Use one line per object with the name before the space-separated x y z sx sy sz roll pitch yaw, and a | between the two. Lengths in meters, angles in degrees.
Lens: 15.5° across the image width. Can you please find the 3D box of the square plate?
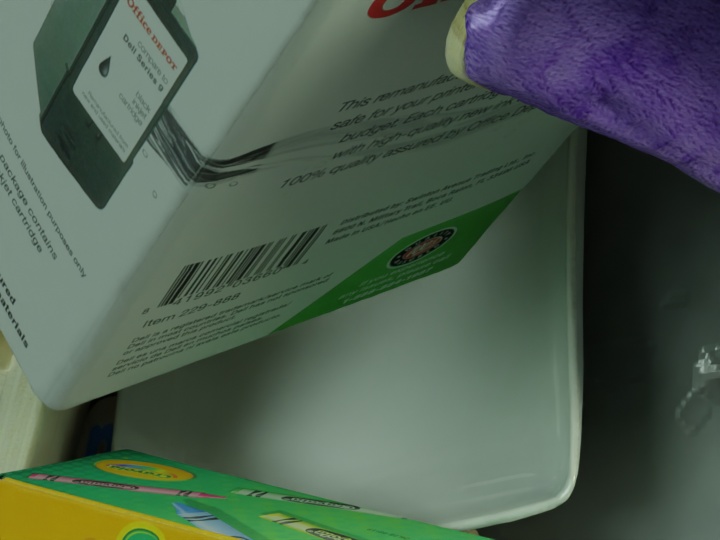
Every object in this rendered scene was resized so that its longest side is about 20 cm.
square plate | 0.000 0.000 0.807 0.198 0.028 0.201 -20 55 41

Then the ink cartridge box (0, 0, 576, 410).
ink cartridge box | -0.005 -0.064 0.647 0.084 0.145 0.200 60 143 16

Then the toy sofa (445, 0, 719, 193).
toy sofa | 0.120 -0.045 0.567 0.083 0.199 0.098 27 91 50

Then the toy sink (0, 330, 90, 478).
toy sink | -0.145 0.032 0.829 0.130 0.111 0.201 -73 1 -67

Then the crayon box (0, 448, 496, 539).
crayon box | -0.015 0.126 0.720 0.199 0.058 0.120 9 100 38

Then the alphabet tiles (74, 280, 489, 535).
alphabet tiles | -0.033 0.082 0.836 0.199 0.015 0.197 -10 63 48
